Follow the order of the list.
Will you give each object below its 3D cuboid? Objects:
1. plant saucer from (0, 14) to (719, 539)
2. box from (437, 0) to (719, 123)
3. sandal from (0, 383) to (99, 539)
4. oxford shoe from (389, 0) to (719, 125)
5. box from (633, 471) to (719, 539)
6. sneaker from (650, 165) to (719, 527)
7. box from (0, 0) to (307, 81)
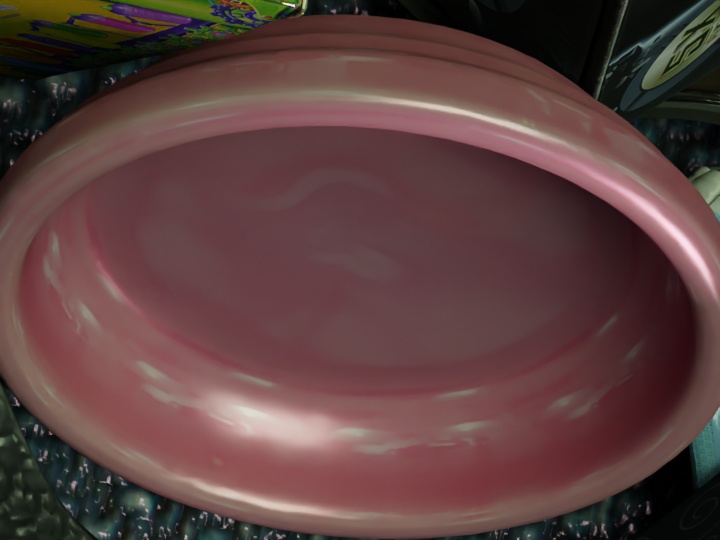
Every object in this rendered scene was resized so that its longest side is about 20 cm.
[{"bbox_3d":[0.000,0.000,0.766,0.200,0.200,0.051,22,52,-22],"label":"plant saucer"},{"bbox_3d":[0.037,-0.160,0.743,0.086,0.164,0.200,-32,70,-20],"label":"box"},{"bbox_3d":[-0.111,0.071,0.786,0.075,0.048,0.201,-42,119,-13],"label":"sandal"},{"bbox_3d":[0.094,-0.086,0.843,0.199,0.085,0.073,12,42,-23],"label":"oxford shoe"},{"bbox_3d":[0.119,0.127,0.800,0.200,0.122,0.106,-40,106,10],"label":"box"},{"bbox_3d":[0.131,0.069,0.885,0.090,0.078,0.200,-36,99,-2],"label":"sneaker"},{"bbox_3d":[-0.129,-0.126,0.693,0.192,0.200,0.123,9,86,-24],"label":"box"}]
